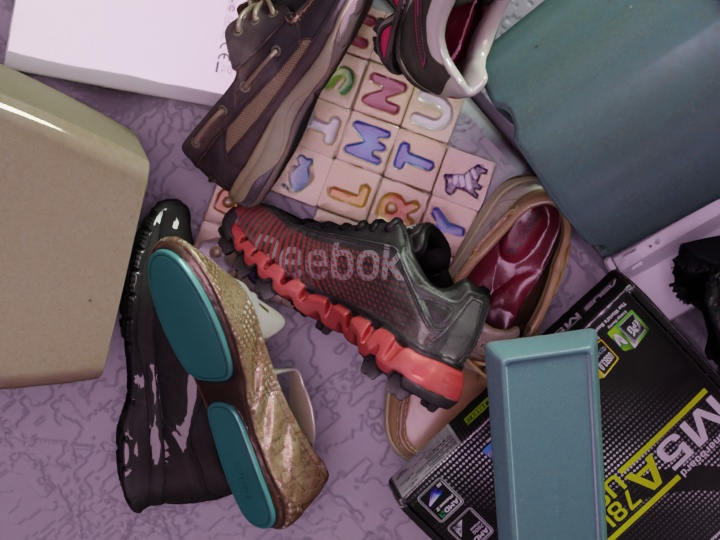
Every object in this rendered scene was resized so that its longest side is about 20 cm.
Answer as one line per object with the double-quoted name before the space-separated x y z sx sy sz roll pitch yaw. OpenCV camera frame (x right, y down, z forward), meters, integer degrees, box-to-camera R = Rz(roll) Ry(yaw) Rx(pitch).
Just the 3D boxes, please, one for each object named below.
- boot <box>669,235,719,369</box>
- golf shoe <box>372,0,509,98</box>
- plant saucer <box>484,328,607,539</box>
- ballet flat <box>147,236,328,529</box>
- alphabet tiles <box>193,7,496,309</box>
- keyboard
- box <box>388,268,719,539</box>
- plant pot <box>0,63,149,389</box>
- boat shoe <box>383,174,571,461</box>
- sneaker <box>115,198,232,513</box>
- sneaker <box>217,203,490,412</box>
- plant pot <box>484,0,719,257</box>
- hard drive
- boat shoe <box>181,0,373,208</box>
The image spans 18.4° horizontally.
"boot" 0.295 0.032 1.330 0.168 0.200 0.077 -19 133 -11
"golf shoe" 0.065 -0.197 1.286 0.077 0.088 0.200 -3 112 -24
"plant saucer" 0.117 0.136 1.348 0.070 0.019 0.200 -8 109 -8
"ballet flat" -0.071 0.061 1.365 0.065 0.070 0.200 -31 113 -34
"alphabet tiles" -0.001 -0.066 1.427 0.167 0.008 0.200 20 94 1
"keyboard" 0.255 -0.032 1.419 0.200 0.011 0.056 -30 97 4
"box" 0.152 0.133 1.386 0.200 0.048 0.193 -43 107 3
"plant pot" -0.231 -0.029 1.349 0.177 0.200 0.200 12 99 -13
"boat shoe" 0.073 0.033 1.396 0.074 0.066 0.200 23 94 -8
"sneaker" -0.110 0.054 1.413 0.091 0.076 0.200 0 100 -7
"sneaker" 0.000 0.000 1.368 0.200 0.071 0.098 34 95 29
"plant pot" 0.188 -0.120 1.333 0.196 0.200 0.200 -33 91 11
"hard drive" -0.117 -0.175 1.412 0.200 0.027 0.132 11 93 3
"boat shoe" -0.049 -0.134 1.350 0.073 0.075 0.200 28 107 -1
